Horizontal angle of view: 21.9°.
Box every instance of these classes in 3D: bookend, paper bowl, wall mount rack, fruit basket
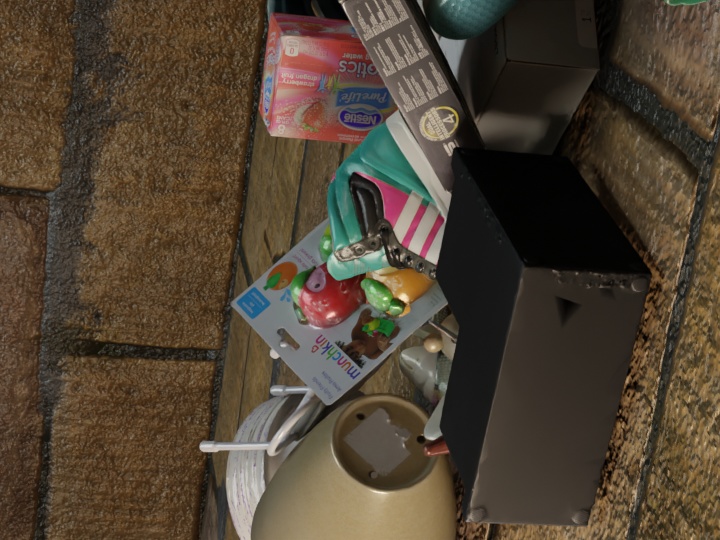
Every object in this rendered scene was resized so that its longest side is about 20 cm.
[{"bbox_3d":[0.114,0.044,1.331,0.199,0.092,0.201,-114,31,-62],"label":"bookend"},{"bbox_3d":[-0.023,0.207,1.804,0.104,0.200,0.201,-24,56,45],"label":"paper bowl"},{"bbox_3d":[-0.055,0.107,1.686,0.200,0.075,0.174,-35,-16,-48],"label":"wall mount rack"},{"bbox_3d":[0.000,0.000,1.581,0.185,0.200,0.094,43,167,48],"label":"fruit basket"}]

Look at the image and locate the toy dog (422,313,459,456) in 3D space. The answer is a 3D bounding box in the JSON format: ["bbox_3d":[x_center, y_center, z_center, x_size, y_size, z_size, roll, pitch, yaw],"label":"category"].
[{"bbox_3d":[0.080,0.104,1.478,0.200,0.096,0.132,-149,54,-75],"label":"toy dog"}]

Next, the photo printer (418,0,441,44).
[{"bbox_3d":[0.061,-0.299,1.680,0.200,0.069,0.167,-64,-38,-52],"label":"photo printer"}]

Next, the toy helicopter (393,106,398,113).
[{"bbox_3d":[0.053,-0.056,1.703,0.200,0.079,0.132,-57,34,13],"label":"toy helicopter"}]

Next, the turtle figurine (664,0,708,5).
[{"bbox_3d":[0.177,-0.253,1.197,0.200,0.100,0.150,-127,27,-53],"label":"turtle figurine"}]

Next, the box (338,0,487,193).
[{"bbox_3d":[0.028,-0.179,1.405,0.200,0.049,0.161,57,-173,-40],"label":"box"}]

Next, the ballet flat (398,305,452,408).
[{"bbox_3d":[0.069,0.059,1.690,0.069,0.071,0.201,100,170,-59],"label":"ballet flat"}]

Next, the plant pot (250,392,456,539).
[{"bbox_3d":[0.006,0.194,1.607,0.200,0.187,0.188,104,167,-57],"label":"plant pot"}]

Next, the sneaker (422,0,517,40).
[{"bbox_3d":[0.109,-0.280,1.388,0.200,0.079,0.131,-38,49,20],"label":"sneaker"}]

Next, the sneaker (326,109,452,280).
[{"bbox_3d":[0.037,-0.015,1.473,0.200,0.121,0.084,60,-166,14],"label":"sneaker"}]

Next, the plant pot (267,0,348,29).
[{"bbox_3d":[0.006,-0.283,1.924,0.196,0.199,0.201,-95,13,-75],"label":"plant pot"}]

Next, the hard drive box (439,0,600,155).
[{"bbox_3d":[0.122,-0.174,1.506,0.200,0.076,0.156,113,159,-60],"label":"hard drive box"}]

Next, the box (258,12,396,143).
[{"bbox_3d":[0.010,-0.178,1.777,0.095,0.199,0.103,-116,32,-67],"label":"box"}]
